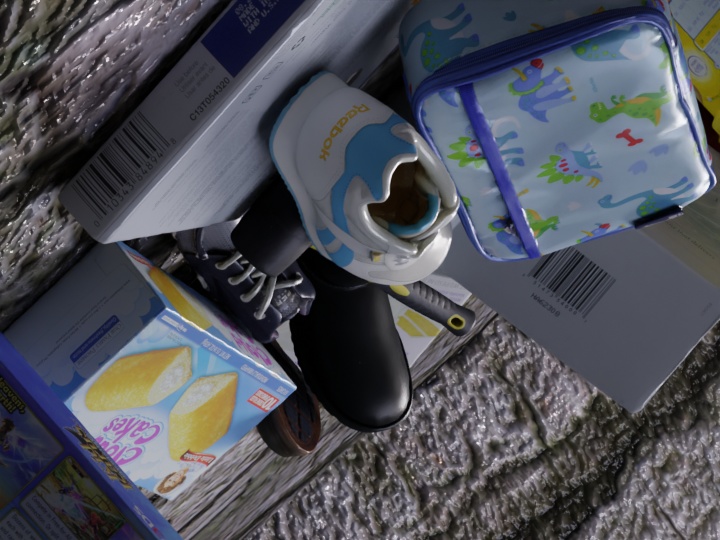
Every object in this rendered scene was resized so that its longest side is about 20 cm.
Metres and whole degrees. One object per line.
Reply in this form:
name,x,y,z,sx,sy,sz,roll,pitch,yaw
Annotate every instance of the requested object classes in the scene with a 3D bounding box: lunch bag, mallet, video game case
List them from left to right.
video game case,-0.212,0.159,1.325,0.181,0.200,0.045,-43,175,10
mallet,0.011,-0.010,1.436,0.200,0.041,0.066,21,114,-42
lunch bag,0.111,-0.091,1.360,0.160,0.083,0.200,-16,145,7

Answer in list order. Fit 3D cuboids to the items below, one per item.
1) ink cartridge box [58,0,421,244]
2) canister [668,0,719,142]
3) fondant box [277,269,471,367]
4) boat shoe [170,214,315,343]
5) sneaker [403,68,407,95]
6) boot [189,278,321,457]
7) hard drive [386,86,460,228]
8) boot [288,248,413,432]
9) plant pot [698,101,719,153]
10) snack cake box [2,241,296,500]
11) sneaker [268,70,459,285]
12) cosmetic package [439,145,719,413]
ink cartridge box,-0.052,-0.101,1.283,0.196,0.043,0.200,-47,172,15
canister,0.229,-0.196,1.556,0.086,0.200,0.149,-36,171,-33
fondant box,-0.016,0.023,1.767,0.144,0.058,0.200,11,147,-19
boat shoe,-0.068,-0.014,1.472,0.075,0.093,0.200,-41,171,-5
sneaker,0.090,-0.173,1.474,0.074,0.118,0.201,-15,-126,54
boot,-0.092,0.078,1.625,0.097,0.075,0.200,-35,-142,10
hard drive,0.066,-0.100,1.612,0.027,0.132,0.200,20,130,-29
boot,0.001,0.000,1.549,0.073,0.199,0.162,-17,172,-21
plant pot,0.234,-0.169,1.836,0.200,0.200,0.179,-47,-174,33
snack cake box,-0.135,0.065,1.469,0.115,0.067,0.200,-44,154,5
sneaker,0.015,-0.034,1.327,0.077,0.081,0.200,-52,153,-5
cosmetic package,0.169,-0.039,1.703,0.123,0.199,0.200,-52,-177,28
